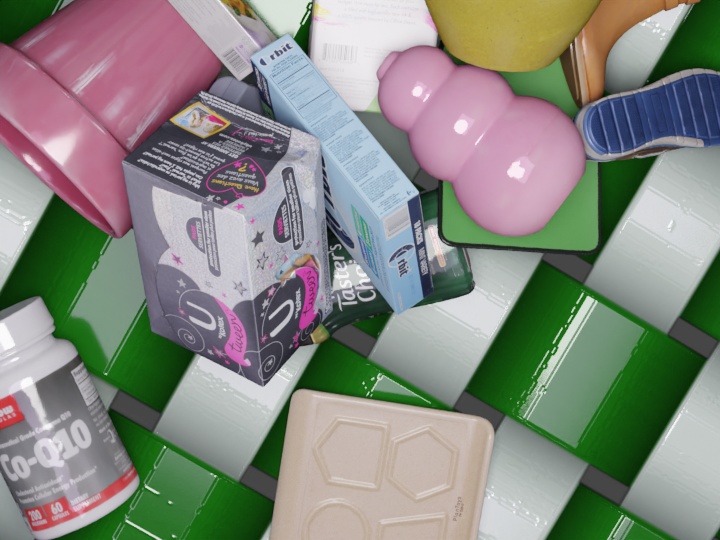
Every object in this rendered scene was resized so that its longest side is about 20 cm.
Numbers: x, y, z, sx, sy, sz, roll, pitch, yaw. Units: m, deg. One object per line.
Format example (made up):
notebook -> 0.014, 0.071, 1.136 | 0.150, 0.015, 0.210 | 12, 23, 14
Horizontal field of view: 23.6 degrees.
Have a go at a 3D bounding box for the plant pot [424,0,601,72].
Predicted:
plant pot -> 0.129, -0.256, 1.478 | 0.198, 0.201, 0.143 | 5, 120, -3

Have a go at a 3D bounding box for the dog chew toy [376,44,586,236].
dog chew toy -> 0.099, -0.121, 1.508 | 0.199, 0.125, 0.125 | 37, 96, 3

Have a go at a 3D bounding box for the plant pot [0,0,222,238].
plant pot -> -0.226, -0.159, 1.524 | 0.200, 0.200, 0.179 | 44, 79, -7

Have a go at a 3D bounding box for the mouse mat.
mouse mat -> 0.147, -0.116, 1.581 | 0.159, 0.008, 0.202 | 4, 79, -14

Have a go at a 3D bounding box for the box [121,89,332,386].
box -> -0.108, -0.024, 1.450 | 0.131, 0.115, 0.201 | 24, 141, 25

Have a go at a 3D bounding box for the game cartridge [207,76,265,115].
game cartridge -> -0.129, -0.074, 1.560 | 0.041, 0.133, 0.202 | 25, 97, 20

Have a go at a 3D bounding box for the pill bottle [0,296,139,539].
pill bottle -> -0.295, 0.135, 1.594 | 0.113, 0.114, 0.202 | -25, 99, 2

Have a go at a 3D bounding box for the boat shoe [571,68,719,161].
boat shoe -> 0.268, -0.141, 1.586 | 0.198, 0.072, 0.073 | -8, 88, -27

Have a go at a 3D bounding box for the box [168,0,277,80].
box -> -0.150, -0.252, 1.467 | 0.041, 0.039, 0.200 | -33, 111, 27

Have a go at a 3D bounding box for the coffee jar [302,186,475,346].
coffee jar -> 0.000, 0.000, 1.597 | 0.198, 0.085, 0.105 | -18, 96, 1

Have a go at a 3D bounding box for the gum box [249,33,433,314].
gum box -> -0.015, -0.081, 1.486 | 0.044, 0.170, 0.201 | -32, 63, -10

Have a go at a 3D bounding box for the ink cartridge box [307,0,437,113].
ink cartridge box -> 0.014, -0.247, 1.570 | 0.116, 0.067, 0.202 | 5, 99, -4

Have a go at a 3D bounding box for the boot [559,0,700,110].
boot -> 0.257, -0.249, 1.576 | 0.153, 0.077, 0.203 | -1, 84, -7

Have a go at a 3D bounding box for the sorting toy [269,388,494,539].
sorting toy -> 0.018, 0.217, 1.659 | 0.198, 0.036, 0.187 | 9, 98, 1
